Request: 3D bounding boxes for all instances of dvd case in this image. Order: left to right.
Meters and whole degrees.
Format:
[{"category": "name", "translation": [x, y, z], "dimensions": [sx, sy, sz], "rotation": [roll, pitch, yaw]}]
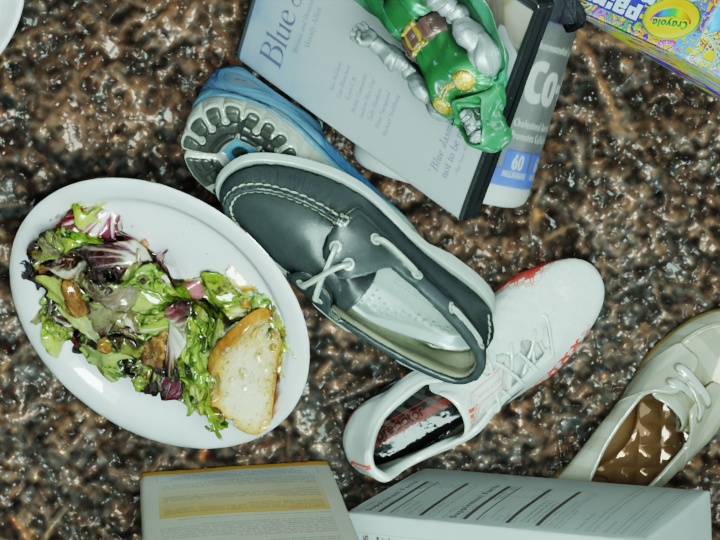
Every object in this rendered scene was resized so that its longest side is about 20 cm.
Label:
[{"category": "dvd case", "translation": [0.014, -0.139, 1.226], "dimensions": [0.200, 0.018, 0.143], "rotation": [38, 125, 30]}]

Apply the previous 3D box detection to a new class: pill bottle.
[{"category": "pill bottle", "translation": [0.074, -0.148, 1.288], "dimensions": [0.114, 0.114, 0.200], "rotation": [14, 98, -9]}]

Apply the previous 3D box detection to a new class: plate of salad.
[{"category": "plate of salad", "translation": [-0.127, 0.034, 1.284], "dimensions": [0.200, 0.048, 0.200], "rotation": [13, 129, 16]}]

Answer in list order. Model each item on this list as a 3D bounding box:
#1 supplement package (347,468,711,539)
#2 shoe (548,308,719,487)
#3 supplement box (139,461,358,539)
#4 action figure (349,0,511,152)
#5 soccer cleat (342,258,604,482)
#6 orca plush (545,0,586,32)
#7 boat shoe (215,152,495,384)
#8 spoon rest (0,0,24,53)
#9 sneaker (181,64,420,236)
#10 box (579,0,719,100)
[{"category": "supplement package", "translation": [0.105, 0.193, 1.305], "dimensions": [0.200, 0.110, 0.114], "rotation": [3, 102, 29]}, {"category": "shoe", "translation": [0.191, 0.109, 1.374], "dimensions": [0.070, 0.053, 0.200], "rotation": [41, 93, -11]}, {"category": "supplement box", "translation": [-0.069, 0.178, 1.282], "dimensions": [0.126, 0.200, 0.074], "rotation": [-3, 100, -5]}, {"category": "action figure", "translation": [0.027, -0.148, 1.160], "dimensions": [0.055, 0.118, 0.200], "rotation": [-19, 69, -36]}, {"category": "soccer cleat", "translation": [0.075, 0.066, 1.338], "dimensions": [0.200, 0.085, 0.069], "rotation": [-35, 101, 0]}, {"category": "orca plush", "translation": [0.079, -0.227, 1.213], "dimensions": [0.105, 0.071, 0.200], "rotation": [-27, 95, -40]}, {"category": "boat shoe", "translation": [0.000, 0.000, 1.257], "dimensions": [0.200, 0.060, 0.076], "rotation": [27, 129, -20]}, {"category": "spoon rest", "translation": [-0.264, -0.120, 1.282], "dimensions": [0.099, 0.061, 0.200], "rotation": [12, 99, -8]}, {"category": "sneaker", "translation": [-0.026, -0.058, 1.309], "dimensions": [0.078, 0.090, 0.200], "rotation": [-31, 124, 23]}, {"category": "box", "translation": [0.257, -0.191, 1.254], "dimensions": [0.200, 0.122, 0.193], "rotation": [23, 97, -43]}]
